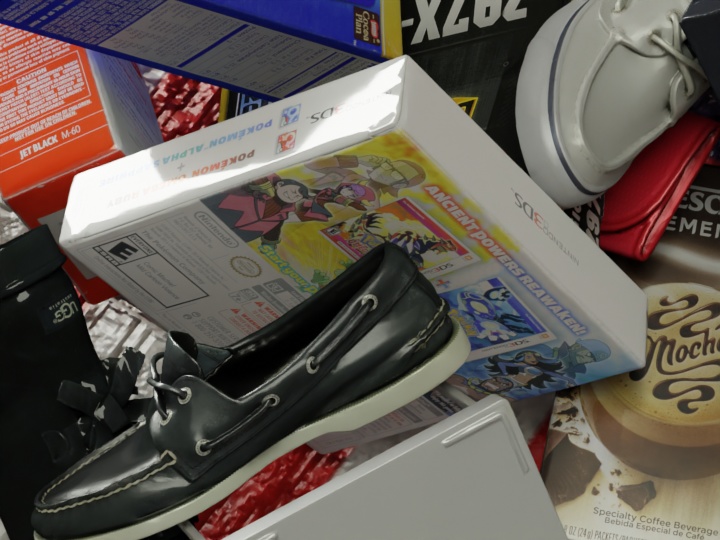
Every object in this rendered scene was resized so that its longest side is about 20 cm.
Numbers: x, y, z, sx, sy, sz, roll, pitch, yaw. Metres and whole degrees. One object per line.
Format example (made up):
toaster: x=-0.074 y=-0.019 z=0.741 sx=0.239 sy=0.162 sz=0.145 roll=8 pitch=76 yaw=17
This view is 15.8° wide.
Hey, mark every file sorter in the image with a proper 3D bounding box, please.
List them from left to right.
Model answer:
file sorter: x=0.020 y=0.160 z=1.098 sx=0.139 sy=0.125 sz=0.200 roll=-27 pitch=106 yaw=-11

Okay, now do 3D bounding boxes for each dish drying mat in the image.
dish drying mat: x=0.078 y=-0.065 z=1.247 sx=0.200 sy=0.018 sz=0.077 roll=23 pitch=77 yaw=44

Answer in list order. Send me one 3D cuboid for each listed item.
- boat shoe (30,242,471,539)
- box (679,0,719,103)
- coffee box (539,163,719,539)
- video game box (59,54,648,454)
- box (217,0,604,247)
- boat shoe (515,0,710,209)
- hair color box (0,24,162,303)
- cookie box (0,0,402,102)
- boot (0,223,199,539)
boat shoe: x=-0.055 y=0.050 z=1.075 sx=0.199 sy=0.075 sz=0.066 roll=-25 pitch=110 yaw=2
box: x=0.253 y=-0.098 z=1.186 sx=0.104 sy=0.200 sz=0.182 roll=-9 pitch=37 yaw=36
coffee box: x=0.149 y=0.054 z=1.215 sx=0.113 sy=0.080 sz=0.200 roll=9 pitch=65 yaw=7
video game box: x=0.000 y=0.000 z=1.141 sx=0.182 sy=0.200 sz=0.047 roll=-15 pitch=50 yaw=33
box: x=0.022 y=-0.062 z=1.239 sx=0.200 sy=0.049 sz=0.160 roll=-11 pitch=59 yaw=31
boat shoe: x=0.133 y=-0.100 z=1.172 sx=0.066 sy=0.072 sz=0.200 roll=-15 pitch=23 yaw=37
hair color box: x=-0.147 y=-0.098 z=1.250 sx=0.064 sy=0.111 sz=0.200 roll=-22 pitch=58 yaw=6
cookie box: x=-0.079 y=-0.182 z=1.189 sx=0.200 sy=0.075 sz=0.172 roll=13 pitch=65 yaw=-39
boot: x=-0.165 y=0.077 z=1.197 sx=0.073 sy=0.198 sz=0.163 roll=-31 pitch=97 yaw=-43
